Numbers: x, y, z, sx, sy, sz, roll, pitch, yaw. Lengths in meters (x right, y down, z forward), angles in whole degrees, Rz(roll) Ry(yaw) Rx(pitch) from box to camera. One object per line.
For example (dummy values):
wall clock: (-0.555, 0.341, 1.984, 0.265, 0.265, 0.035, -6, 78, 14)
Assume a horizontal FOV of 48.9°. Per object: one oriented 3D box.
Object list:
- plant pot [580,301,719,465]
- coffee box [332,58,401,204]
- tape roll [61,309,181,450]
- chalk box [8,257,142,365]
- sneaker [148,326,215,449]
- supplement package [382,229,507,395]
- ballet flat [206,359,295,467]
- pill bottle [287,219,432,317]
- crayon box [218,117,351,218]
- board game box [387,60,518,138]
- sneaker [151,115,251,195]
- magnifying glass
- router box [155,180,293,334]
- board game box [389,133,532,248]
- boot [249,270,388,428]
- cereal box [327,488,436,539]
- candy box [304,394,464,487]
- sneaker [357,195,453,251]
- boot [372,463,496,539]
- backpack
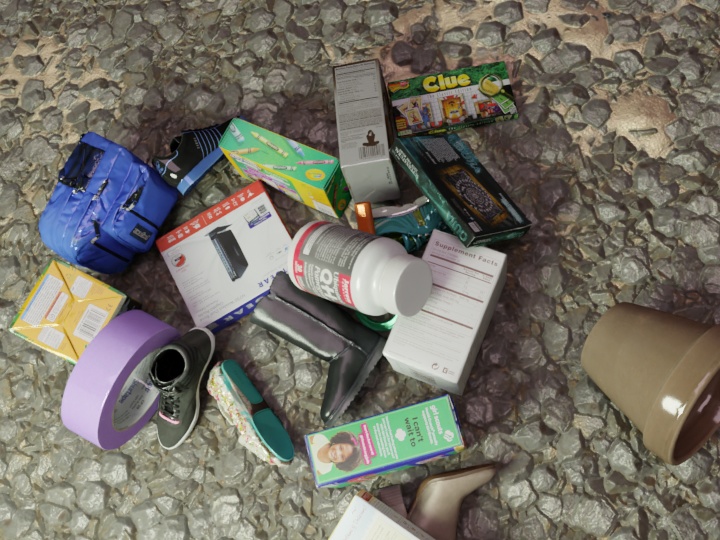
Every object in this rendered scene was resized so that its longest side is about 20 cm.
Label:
plant pot: (0.401, 0.128, 1.062, 0.200, 0.200, 0.175, -48, 53, -7)
coffee box: (0.010, -0.221, 1.264, 0.080, 0.114, 0.200, -9, 61, 7)
tape roll: (-0.348, 0.161, 1.170, 0.066, 0.200, 0.200, 25, 78, 13)
chalk box: (-0.425, 0.073, 1.218, 0.124, 0.200, 0.125, 28, 79, -2)
sneaker: (-0.285, 0.183, 1.182, 0.071, 0.099, 0.200, 22, 101, 16)
supplement package: (0.128, 0.063, 1.159, 0.117, 0.117, 0.200, 20, 76, 16)
ballet flat: (-0.169, 0.224, 1.199, 0.064, 0.076, 0.200, -50, 62, 26)
pill bottle: (0.000, 0.000, 1.115, 0.200, 0.111, 0.111, 18, 75, 41)
crayon box: (-0.118, -0.165, 1.280, 0.200, 0.119, 0.058, 24, 78, 17)
board game box: (0.151, -0.281, 1.310, 0.200, 0.023, 0.105, -11, 68, 1)
sneaker: (-0.259, -0.210, 1.307, 0.078, 0.070, 0.200, 42, 50, -7)
magnifying glass: (0.019, -0.005, 1.202, 0.080, 0.022, 0.200, -6, 104, 20)
router box: (-0.205, -0.021, 1.286, 0.200, 0.049, 0.180, -31, 69, -1)
board game box: (0.148, -0.122, 1.167, 0.135, 0.028, 0.200, -12, 57, -40)
boot: (-0.080, 0.115, 1.185, 0.200, 0.066, 0.165, 33, 68, 2)
cereal box: (0.045, 0.406, 1.048, 0.200, 0.040, 0.144, 33, 100, 15)
candy box: (0.042, 0.238, 1.089, 0.200, 0.169, 0.077, -19, 73, 4)
sneaker: (0.091, -0.062, 1.221, 0.200, 0.078, 0.080, -15, 38, 15)
boot: (0.107, 0.360, 1.098, 0.200, 0.070, 0.146, -15, 76, 7)
backpack: (-0.411, -0.096, 1.281, 0.168, 0.163, 0.200, 26, 82, 32)
